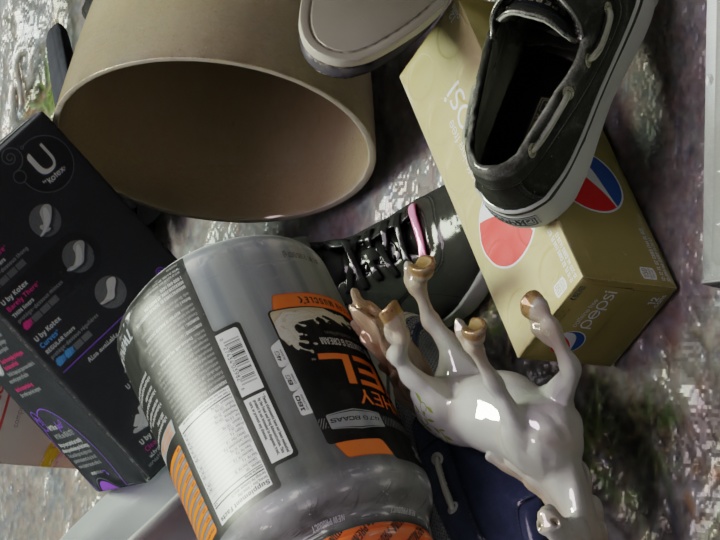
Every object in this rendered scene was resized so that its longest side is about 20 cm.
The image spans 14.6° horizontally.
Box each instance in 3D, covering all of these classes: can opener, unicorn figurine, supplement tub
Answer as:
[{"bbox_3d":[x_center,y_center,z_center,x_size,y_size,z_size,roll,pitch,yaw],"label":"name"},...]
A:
[{"bbox_3d":[-0.178,-0.094,1.884,0.079,0.063,0.200,-54,44,38],"label":"can opener"},{"bbox_3d":[0.070,0.073,1.398,0.200,0.074,0.137,44,157,59],"label":"unicorn figurine"},{"bbox_3d":[-0.040,0.091,1.460,0.123,0.122,0.200,-53,51,38],"label":"supplement tub"}]

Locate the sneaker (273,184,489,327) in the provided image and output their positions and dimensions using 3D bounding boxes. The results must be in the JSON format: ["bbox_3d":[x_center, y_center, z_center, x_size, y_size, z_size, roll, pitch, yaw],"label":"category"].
[{"bbox_3d":[0.000,0.000,1.566,0.200,0.099,0.071,-39,52,46],"label":"sneaker"}]

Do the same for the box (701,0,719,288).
[{"bbox_3d":[0.225,-0.094,1.284,0.158,0.048,0.200,-10,77,57],"label":"box"}]

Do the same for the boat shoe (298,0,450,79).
[{"bbox_3d":[0.018,-0.153,1.526,0.200,0.073,0.063,-60,-12,-47],"label":"boat shoe"}]

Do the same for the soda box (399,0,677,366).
[{"bbox_3d":[0.090,-0.049,1.469,0.068,0.064,0.200,-54,44,38],"label":"soda box"}]

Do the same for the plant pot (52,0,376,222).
[{"bbox_3d":[-0.075,-0.160,1.658,0.187,0.187,0.200,-31,45,50],"label":"plant pot"}]

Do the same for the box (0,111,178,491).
[{"bbox_3d":[-0.169,0.021,1.645,0.106,0.200,0.122,-45,8,-19],"label":"box"}]

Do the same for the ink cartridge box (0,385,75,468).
[{"bbox_3d":[-0.199,0.060,1.766,0.067,0.200,0.117,40,118,52],"label":"ink cartridge box"}]

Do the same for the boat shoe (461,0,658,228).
[{"bbox_3d":[0.101,-0.121,1.411,0.071,0.064,0.200,4,64,26],"label":"boat shoe"}]

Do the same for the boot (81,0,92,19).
[{"bbox_3d":[-0.110,-0.181,1.797,0.200,0.070,0.132,49,120,43],"label":"boot"}]

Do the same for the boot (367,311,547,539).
[{"bbox_3d":[0.068,0.100,1.488,0.090,0.073,0.200,-32,61,35],"label":"boot"}]

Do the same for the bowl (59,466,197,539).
[{"bbox_3d":[-0.103,0.164,1.605,0.090,0.201,0.201,49,141,-7],"label":"bowl"}]
